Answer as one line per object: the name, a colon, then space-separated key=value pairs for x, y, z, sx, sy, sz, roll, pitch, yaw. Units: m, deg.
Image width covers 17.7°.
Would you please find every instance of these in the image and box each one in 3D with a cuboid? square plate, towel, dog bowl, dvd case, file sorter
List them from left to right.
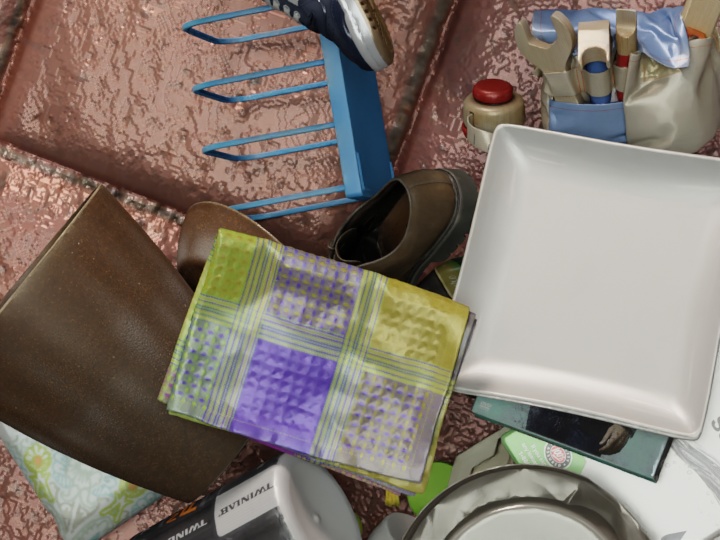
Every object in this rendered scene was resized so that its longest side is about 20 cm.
towel: x=-0.204 y=0.089 z=1.799 sx=0.171 sy=0.048 sz=0.201 roll=-34 pitch=84 yaw=9
file sorter: x=-0.058 y=-0.142 z=1.736 sx=0.122 sy=0.139 sz=0.201 roll=-9 pitch=88 yaw=11
towel: x=-0.027 y=0.064 z=1.617 sx=0.199 sy=0.023 sz=0.144 roll=20 pitch=97 yaw=-3
dog bowl: x=0.118 y=0.230 z=1.609 sx=0.199 sy=0.059 sz=0.202 roll=0 pitch=94 yaw=5
square plate: x=0.167 y=0.007 z=1.631 sx=0.197 sy=0.028 sz=0.201 roll=11 pitch=78 yaw=20
dvd case: x=0.180 y=0.034 z=1.646 sx=0.145 sy=0.022 sz=0.201 roll=20 pitch=79 yaw=21

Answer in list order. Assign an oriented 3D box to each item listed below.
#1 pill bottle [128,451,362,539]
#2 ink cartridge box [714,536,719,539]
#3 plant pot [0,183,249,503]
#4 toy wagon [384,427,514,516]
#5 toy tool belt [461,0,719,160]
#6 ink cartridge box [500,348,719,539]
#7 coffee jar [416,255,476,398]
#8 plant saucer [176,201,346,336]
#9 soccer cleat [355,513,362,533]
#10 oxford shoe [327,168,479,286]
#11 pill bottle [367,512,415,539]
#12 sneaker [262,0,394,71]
pill bottle: x=-0.105 y=0.219 z=1.678 sx=0.199 sy=0.106 sz=0.107 roll=-30 pitch=85 yaw=22
ink cartridge box: x=0.299 y=0.212 z=1.724 sx=0.199 sy=0.048 sz=0.146 roll=16 pitch=91 yaw=13
plant pot: x=-0.173 y=0.072 z=1.693 sx=0.200 sy=0.187 sz=0.187 roll=40 pitch=95 yaw=-7
toy wagon: x=0.118 y=0.182 z=1.754 sx=0.199 sy=0.040 sz=0.156 roll=15 pitch=91 yaw=9
toy tool belt: x=0.172 y=-0.158 z=1.702 sx=0.199 sy=0.125 sz=0.124 roll=-1 pitch=117 yaw=5
ink cartridge box: x=0.224 y=0.127 z=1.675 sx=0.199 sy=0.084 sz=0.146 roll=-34 pitch=81 yaw=5
coffee jar: x=0.135 y=0.005 z=1.730 sx=0.200 sy=0.085 sz=0.105 roll=-35 pitch=76 yaw=6
plant saucer: x=-0.074 y=0.041 z=1.707 sx=0.037 sy=0.201 sz=0.200 roll=-40 pitch=83 yaw=-24
soccer cleat: x=-0.078 y=0.251 z=1.778 sx=0.199 sy=0.065 sz=0.084 roll=-31 pitch=108 yaw=4
oxford shoe: x=0.000 y=0.000 z=1.701 sx=0.073 sy=0.084 sz=0.201 roll=54 pitch=125 yaw=35
pill bottle: x=-0.004 y=0.284 z=1.715 sx=0.116 sy=0.116 sz=0.200 roll=40 pitch=106 yaw=7
sneaker: x=-0.064 y=-0.202 z=1.632 sx=0.108 sy=0.070 sz=0.201 roll=-34 pitch=75 yaw=8
